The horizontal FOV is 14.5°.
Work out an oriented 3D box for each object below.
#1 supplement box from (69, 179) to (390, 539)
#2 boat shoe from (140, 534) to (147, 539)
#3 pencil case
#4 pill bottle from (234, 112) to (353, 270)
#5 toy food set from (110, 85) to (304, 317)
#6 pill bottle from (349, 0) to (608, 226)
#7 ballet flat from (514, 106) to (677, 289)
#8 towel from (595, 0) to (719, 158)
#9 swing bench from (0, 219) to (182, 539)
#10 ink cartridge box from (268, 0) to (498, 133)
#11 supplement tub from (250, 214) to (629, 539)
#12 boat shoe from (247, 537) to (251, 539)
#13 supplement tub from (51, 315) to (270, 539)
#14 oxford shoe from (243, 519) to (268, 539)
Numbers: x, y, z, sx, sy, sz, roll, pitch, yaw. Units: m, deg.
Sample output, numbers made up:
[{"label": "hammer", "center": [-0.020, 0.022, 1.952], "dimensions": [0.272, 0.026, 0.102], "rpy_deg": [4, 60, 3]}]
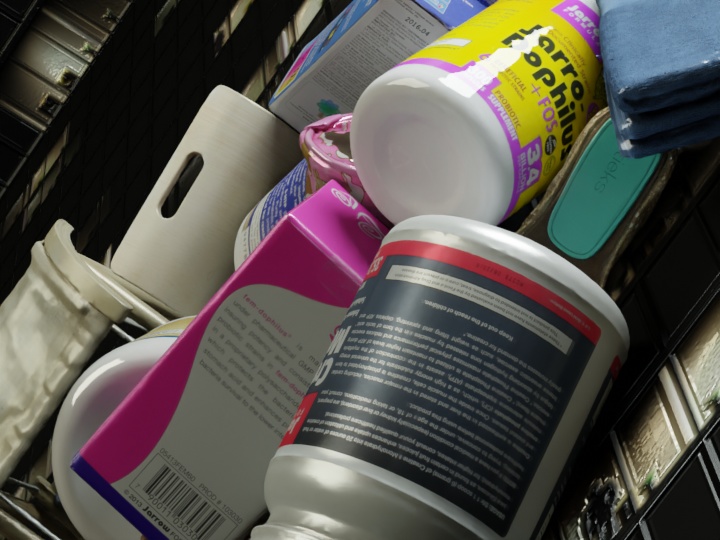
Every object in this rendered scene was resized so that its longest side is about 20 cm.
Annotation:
[{"label": "supplement box", "center": [-0.053, 0.060, 1.581], "dimensions": [0.200, 0.101, 0.103], "rpy_deg": [-48, -1, 21]}, {"label": "boat shoe", "center": [-0.130, 0.246, 1.637], "dimensions": [0.072, 0.067, 0.201], "rpy_deg": [74, -143, -80]}, {"label": "pencil case", "center": [0.000, 0.000, 1.676], "dimensions": [0.087, 0.082, 0.201], "rpy_deg": [-103, 14, -53]}, {"label": "pill bottle", "center": [0.016, -0.037, 1.778], "dimensions": [0.200, 0.119, 0.120], "rpy_deg": [-42, 22, 49]}, {"label": "toy food set", "center": [-0.069, -0.019, 1.908], "dimensions": [0.060, 0.200, 0.144], "rpy_deg": [27, 84, 45]}, {"label": "pill bottle", "center": [0.090, -0.099, 1.593], "dimensions": [0.200, 0.104, 0.104], "rpy_deg": [-36, -4, -43]}, {"label": "ballet flat", "center": [0.112, -0.006, 1.549], "dimensions": [0.200, 0.070, 0.065], "rpy_deg": [-51, -10, 15]}, {"label": "towel", "center": [0.182, -0.133, 1.511], "dimensions": [0.111, 0.049, 0.200], "rpy_deg": [-15, 29, 11]}, {"label": "swing bench", "center": [-0.189, 0.107, 1.993], "dimensions": [0.199, 0.200, 0.130], "rpy_deg": [-56, 15, 11]}, {"label": "ink cartridge box", "center": [0.053, -0.131, 1.807], "dimensions": [0.200, 0.136, 0.076], "rpy_deg": [-39, 18, 51]}, {"label": "supplement tub", "center": [0.038, 0.086, 1.422], "dimensions": [0.200, 0.140, 0.140], "rpy_deg": [-63, 15, -18]}, {"label": "boat shoe", "center": [-0.075, 0.190, 1.450], "dimensions": [0.200, 0.056, 0.069], "rpy_deg": [-57, -35, -54]}, {"label": "supplement tub", "center": [-0.103, 0.104, 1.762], "dimensions": [0.145, 0.144, 0.200], "rpy_deg": [-56, -4, 9]}, {"label": "oxford shoe", "center": [-0.046, 0.197, 1.591], "dimensions": [0.200, 0.074, 0.071], "rpy_deg": [-37, 47, -8]}]
